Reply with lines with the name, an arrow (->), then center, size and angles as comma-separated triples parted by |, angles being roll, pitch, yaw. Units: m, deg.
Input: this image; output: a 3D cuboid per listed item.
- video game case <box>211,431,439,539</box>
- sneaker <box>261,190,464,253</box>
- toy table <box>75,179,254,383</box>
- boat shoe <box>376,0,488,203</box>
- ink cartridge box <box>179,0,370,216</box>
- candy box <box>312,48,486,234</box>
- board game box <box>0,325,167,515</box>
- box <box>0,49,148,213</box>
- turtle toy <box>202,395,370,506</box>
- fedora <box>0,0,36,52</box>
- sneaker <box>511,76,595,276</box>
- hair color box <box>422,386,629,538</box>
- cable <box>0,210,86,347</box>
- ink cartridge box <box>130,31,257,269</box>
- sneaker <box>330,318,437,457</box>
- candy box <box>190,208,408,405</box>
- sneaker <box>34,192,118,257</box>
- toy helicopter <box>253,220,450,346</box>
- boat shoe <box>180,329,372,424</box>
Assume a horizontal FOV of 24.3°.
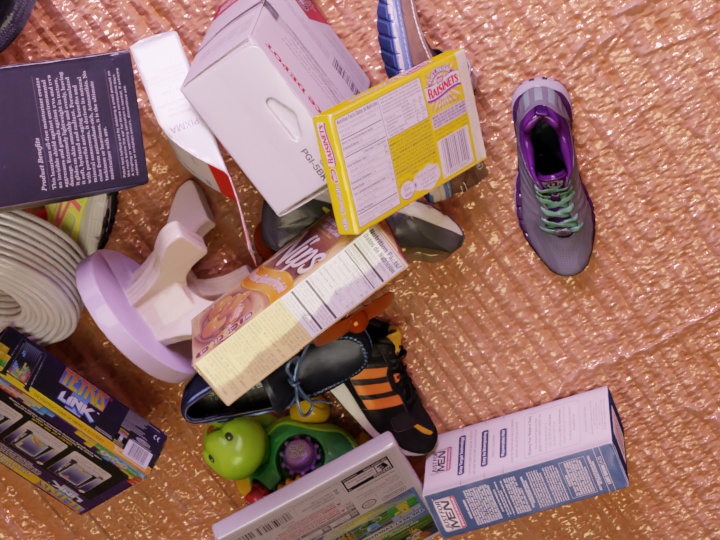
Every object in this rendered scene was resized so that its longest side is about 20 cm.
video game case -> -0.027, 0.257, 1.675 | 0.199, 0.022, 0.183 | -28, 139, 1
sneaker -> -0.002, -0.038, 1.553 | 0.198, 0.074, 0.086 | 14, 94, -11
toy table -> -0.171, 0.018, 1.594 | 0.116, 0.200, 0.185 | -31, 74, 13
boat shoe -> 0.067, -0.167, 1.526 | 0.072, 0.072, 0.202 | -18, 111, -6
ink cartridge box -> -0.070, -0.161, 1.462 | 0.082, 0.201, 0.147 | -31, 110, 20
candy box -> 0.037, -0.112, 1.421 | 0.026, 0.199, 0.103 | -2, 110, 40
board game box -> -0.318, 0.156, 1.695 | 0.199, 0.057, 0.165 | 37, 144, -18
box -> -0.322, -0.112, 1.438 | 0.199, 0.197, 0.125 | -1, 99, 51
turtle toy -> -0.072, 0.205, 1.711 | 0.199, 0.101, 0.146 | 33, 116, -11
fedora -> -0.369, -0.261, 1.491 | 0.198, 0.092, 0.203 | 0, 90, 9
sneaker -> 0.173, -0.072, 1.547 | 0.074, 0.088, 0.202 | -10, 116, 11
hair color box -> 0.165, 0.193, 1.680 | 0.198, 0.100, 0.061 | -17, 116, 15
cable -> -0.360, 0.006, 1.612 | 0.198, 0.070, 0.200 | 14, 150, -5
ink cartridge box -> -0.144, -0.096, 1.485 | 0.047, 0.160, 0.202 | -18, 84, -3
sneaker -> 0.021, 0.101, 1.664 | 0.090, 0.070, 0.200 | -38, 106, 26
candy box -> -0.056, 0.021, 1.461 | 0.199, 0.116, 0.055 | -38, 108, 6
sneaker -> -0.272, -0.098, 1.588 | 0.089, 0.078, 0.202 | 17, 119, -1
toy helicopter -> 0.000, 0.000, 1.592 | 0.198, 0.133, 0.079 | -18, 151, -4
boat shoe -> -0.079, 0.113, 1.615 | 0.198, 0.069, 0.085 | -25, 105, 16
